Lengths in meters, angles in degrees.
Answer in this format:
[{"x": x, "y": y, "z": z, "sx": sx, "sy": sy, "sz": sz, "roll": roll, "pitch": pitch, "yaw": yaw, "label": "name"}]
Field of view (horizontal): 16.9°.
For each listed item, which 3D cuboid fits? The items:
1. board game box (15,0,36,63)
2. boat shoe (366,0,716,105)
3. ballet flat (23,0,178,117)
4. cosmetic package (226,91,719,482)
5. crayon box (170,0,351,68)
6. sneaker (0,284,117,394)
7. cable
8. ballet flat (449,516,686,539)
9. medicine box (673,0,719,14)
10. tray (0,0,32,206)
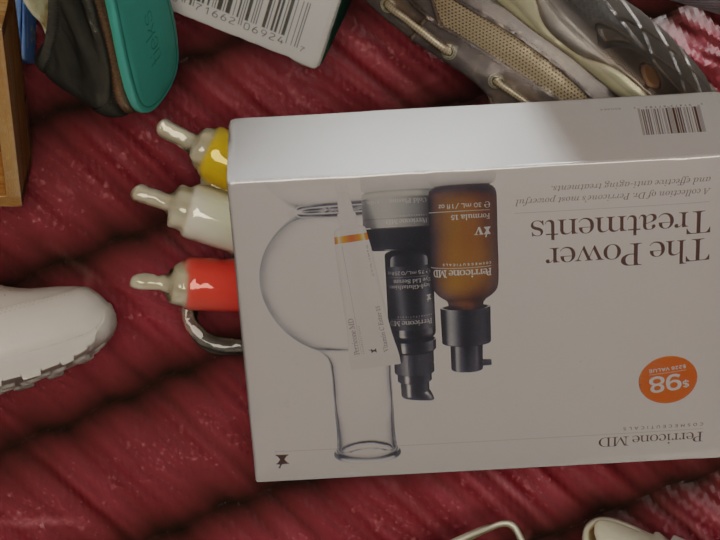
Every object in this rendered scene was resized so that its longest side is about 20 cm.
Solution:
[{"x": -0.237, "y": -0.167, "z": 1.031, "sx": 0.198, "sy": 0.037, "sz": 0.152, "roll": 2, "pitch": 91, "yaw": 1, "label": "board game box"}, {"x": 0.083, "y": -0.082, "z": 1.016, "sx": 0.200, "sy": 0.075, "sz": 0.073, "roll": 43, "pitch": 117, "yaw": -4, "label": "boat shoe"}, {"x": -0.112, "y": -0.144, "z": 0.948, "sx": 0.068, "sy": 0.068, "sz": 0.201, "roll": 22, "pitch": 135, "yaw": 18, "label": "ballet flat"}, {"x": 0.050, "y": 0.009, "z": 0.983, "sx": 0.198, "sy": 0.052, "sz": 0.152, "roll": -4, "pitch": 126, "yaw": 1, "label": "cosmetic package"}, {"x": -0.043, "y": -0.189, "z": 0.961, "sx": 0.125, "sy": 0.052, "sz": 0.201, "roll": 22, "pitch": 134, "yaw": 1, "label": "crayon box"}, {"x": -0.203, "y": 0.026, "z": 1.019, "sx": 0.199, "sy": 0.076, "sz": 0.081, "roll": -12, "pitch": 81, "yaw": 0, "label": "sneaker"}, {"x": 0.000, "y": 0.000, "z": 1.021, "sx": 0.199, "sy": 0.050, "sz": 0.098, "roll": 11, "pitch": 97, "yaw": 1, "label": "cable"}, {"x": 0.084, "y": 0.132, "z": 1.015, "sx": 0.199, "sy": 0.067, "sz": 0.063, "roll": -9, "pitch": 81, "yaw": 1, "label": "ballet flat"}, {"x": 0.197, "y": -0.185, "z": 0.956, "sx": 0.199, "sy": 0.103, "sz": 0.183, "roll": 12, "pitch": 92, "yaw": -21, "label": "medicine box"}, {"x": -0.241, "y": -0.078, "z": 1.006, "sx": 0.198, "sy": 0.037, "sz": 0.099, "roll": 2, "pitch": 135, "yaw": 1, "label": "tray"}]
